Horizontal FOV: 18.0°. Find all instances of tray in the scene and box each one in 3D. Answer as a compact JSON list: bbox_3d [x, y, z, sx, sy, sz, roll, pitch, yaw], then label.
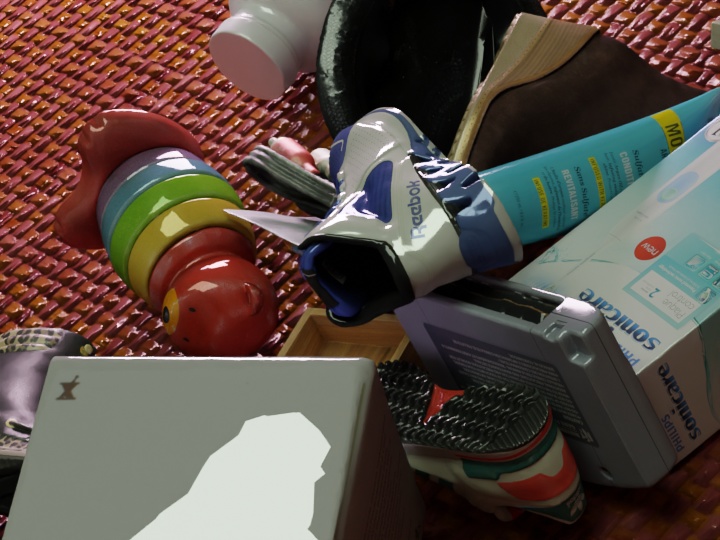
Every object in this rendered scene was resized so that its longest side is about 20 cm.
[{"bbox_3d":[-0.035,0.112,1.499,0.099,0.037,0.200,4,48,36],"label":"tray"}]

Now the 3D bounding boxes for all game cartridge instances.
[{"bbox_3d":[0.104,0.064,1.376,0.042,0.133,0.200,-45,31,-19],"label":"game cartridge"}]

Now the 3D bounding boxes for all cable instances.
[{"bbox_3d":[-0.013,-0.060,1.570,0.050,0.097,0.200,-61,27,-5],"label":"cable"}]

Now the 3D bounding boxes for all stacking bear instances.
[{"bbox_3d":[-0.126,-0.011,1.643,0.114,0.121,0.200,-2,38,-33],"label":"stacking bear"}]

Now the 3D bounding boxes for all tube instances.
[{"bbox_3d":[0.163,-0.060,1.472,0.200,0.077,0.050,-16,16,-23],"label":"tube"}]

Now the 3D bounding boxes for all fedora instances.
[{"bbox_3d":[0.044,-0.130,1.595,0.201,0.201,0.092,-49,7,-24],"label":"fedora"}]

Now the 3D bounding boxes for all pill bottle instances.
[{"bbox_3d":[-0.037,-0.231,1.834,0.104,0.104,0.200,10,52,40],"label":"pill bottle"}]

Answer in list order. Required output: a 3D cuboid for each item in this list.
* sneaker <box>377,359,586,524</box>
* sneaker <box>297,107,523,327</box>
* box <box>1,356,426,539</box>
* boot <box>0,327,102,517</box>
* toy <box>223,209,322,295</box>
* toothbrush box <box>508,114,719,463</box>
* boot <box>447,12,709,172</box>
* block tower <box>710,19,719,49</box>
[{"bbox_3d":[0.058,0.115,1.393,0.200,0.093,0.070,4,45,52],"label":"sneaker"},{"bbox_3d":[0.005,-0.030,1.398,0.115,0.081,0.199,-29,26,-13],"label":"sneaker"},{"bbox_3d":[-0.084,0.171,1.304,0.199,0.171,0.200,0,52,15],"label":"box"},{"bbox_3d":[-0.206,0.112,1.573,0.200,0.073,0.151,7,36,18],"label":"boot"},{"bbox_3d":[0.000,0.000,1.568,0.200,0.115,0.047,19,103,54],"label":"toy"},{"bbox_3d":[0.214,0.006,1.416,0.200,0.085,0.146,-38,37,-8],"label":"toothbrush box"},{"bbox_3d":[0.149,-0.075,1.515,0.166,0.072,0.200,25,60,3],"label":"boot"},{"bbox_3d":[0.312,-0.156,1.493,0.200,0.058,0.054,-21,27,-39],"label":"block tower"}]
